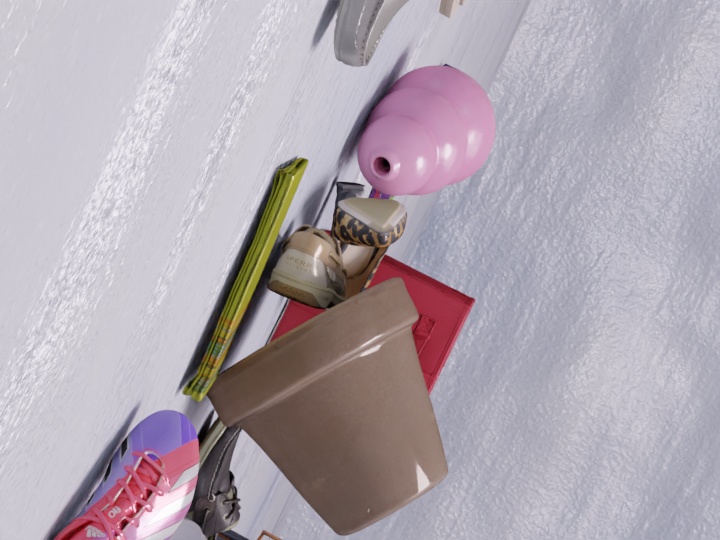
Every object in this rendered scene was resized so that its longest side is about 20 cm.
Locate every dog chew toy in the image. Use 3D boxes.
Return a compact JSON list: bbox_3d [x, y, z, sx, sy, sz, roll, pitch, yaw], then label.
[{"bbox_3d":[0.059,-0.132,1.636,0.200,0.124,0.125,-41,158,-58],"label":"dog chew toy"}]

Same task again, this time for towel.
[{"bbox_3d":[-0.092,0.005,1.306,0.086,0.018,0.202,-68,-178,-77],"label":"towel"}]

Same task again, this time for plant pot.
[{"bbox_3d":[-0.010,0.128,1.420,0.199,0.176,0.200,-30,177,-2],"label":"plant pot"}]

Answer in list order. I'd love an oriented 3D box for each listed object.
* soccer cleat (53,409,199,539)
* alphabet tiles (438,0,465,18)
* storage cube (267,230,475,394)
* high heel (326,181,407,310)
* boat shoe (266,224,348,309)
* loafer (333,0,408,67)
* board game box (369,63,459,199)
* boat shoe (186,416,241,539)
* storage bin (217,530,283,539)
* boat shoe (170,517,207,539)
[{"bbox_3d":[-0.166,0.173,1.096,0.201,0.066,0.077,-58,169,-29],"label":"soccer cleat"},{"bbox_3d":[0.119,-0.327,1.453,0.196,0.014,0.201,99,17,-74],"label":"alphabet tiles"},{"bbox_3d":[0.010,0.069,1.773,0.172,0.178,0.200,-64,174,4],"label":"storage cube"},{"bbox_3d":[0.000,0.000,1.558,0.200,0.071,0.144,-131,-134,-74],"label":"high heel"},{"bbox_3d":[-0.040,-0.004,1.467,0.200,0.071,0.065,-75,-176,-89],"label":"boat shoe"},{"bbox_3d":[0.042,-0.232,1.150,0.202,0.069,0.070,-64,175,2],"label":"loafer"},{"bbox_3d":[0.068,-0.167,2.062,0.200,0.032,0.121,-57,168,-50],"label":"board game box"},{"bbox_3d":[-0.147,0.230,1.584,0.202,0.065,0.072,-66,174,24],"label":"boat shoe"},{"bbox_3d":[-0.129,0.359,1.794,0.147,0.198,0.134,-63,166,-7],"label":"storage bin"},{"bbox_3d":[-0.170,0.253,1.470,0.072,0.065,0.200,-60,154,-6],"label":"boat shoe"}]
